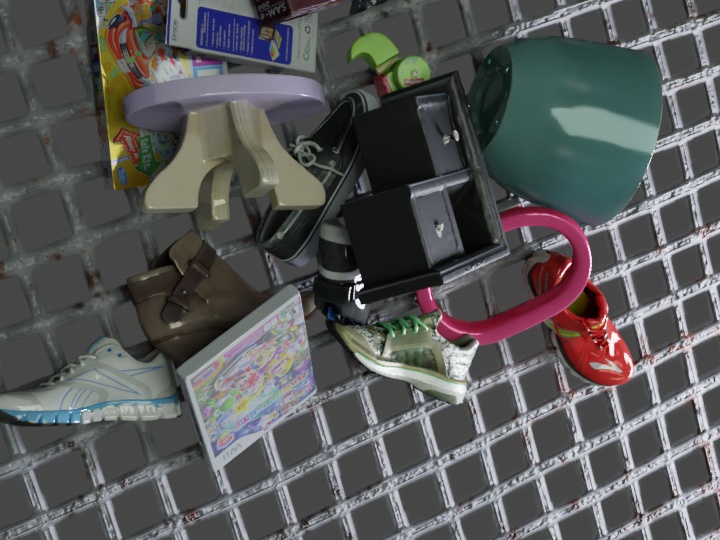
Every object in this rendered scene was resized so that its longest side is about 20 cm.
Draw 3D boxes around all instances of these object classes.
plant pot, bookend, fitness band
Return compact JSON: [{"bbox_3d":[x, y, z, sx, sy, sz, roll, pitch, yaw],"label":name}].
[{"bbox_3d":[0.207,-0.165,1.585,0.160,0.200,0.202,14,88,-18],"label":"plant pot"},{"bbox_3d":[0.051,-0.086,1.439,0.199,0.092,0.201,-19,93,-64],"label":"bookend"},{"bbox_3d":[0.156,0.004,1.602,0.199,0.037,0.144,-25,116,10],"label":"fitness band"}]

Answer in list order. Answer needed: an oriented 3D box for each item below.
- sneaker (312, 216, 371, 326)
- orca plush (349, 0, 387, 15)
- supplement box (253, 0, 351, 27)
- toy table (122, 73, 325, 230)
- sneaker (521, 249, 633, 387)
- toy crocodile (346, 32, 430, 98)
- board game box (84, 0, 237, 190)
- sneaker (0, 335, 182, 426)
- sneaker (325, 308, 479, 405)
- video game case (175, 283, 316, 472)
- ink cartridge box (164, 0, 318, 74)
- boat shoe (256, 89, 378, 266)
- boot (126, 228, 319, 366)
[{"bbox_3d":[0.000,0.000,1.525,0.200,0.073,0.112,-11,114,-66],"label":"sneaker"},{"bbox_3d":[-0.015,-0.370,1.518,0.200,0.105,0.071,54,29,4],"label":"orca plush"},{"bbox_3d":[-0.074,-0.354,1.441,0.109,0.061,0.201,-24,98,-34],"label":"supplement box"},{"bbox_3d":[-0.123,-0.115,1.398,0.199,0.184,0.118,-6,81,-15],"label":"toy table"},{"bbox_3d":[0.260,0.062,1.685,0.077,0.085,0.200,-44,111,-16],"label":"sneaker"},{"bbox_3d":[0.057,-0.170,1.575,0.062,0.067,0.200,-35,106,-13],"label":"toy crocodile"},{"bbox_3d":[-0.200,-0.187,1.460,0.134,0.034,0.201,-9,98,-26],"label":"board game box"},{"bbox_3d":[-0.272,0.109,1.434,0.199,0.075,0.087,-2,89,-35],"label":"sneaker"},{"bbox_3d":[0.049,0.072,1.579,0.200,0.077,0.089,24,97,-34],"label":"sneaker"},{"bbox_3d":[-0.110,0.112,1.466,0.143,0.018,0.200,-38,152,-19],"label":"video game case"},{"bbox_3d":[-0.123,-0.257,1.459,0.200,0.037,0.095,3,90,-48],"label":"ink cartridge box"},{"bbox_3d":[-0.050,-0.106,1.522,0.068,0.074,0.200,29,90,-40],"label":"boat shoe"},{"bbox_3d":[-0.139,0.023,1.493,0.200,0.070,0.147,-37,95,-41],"label":"boot"}]
